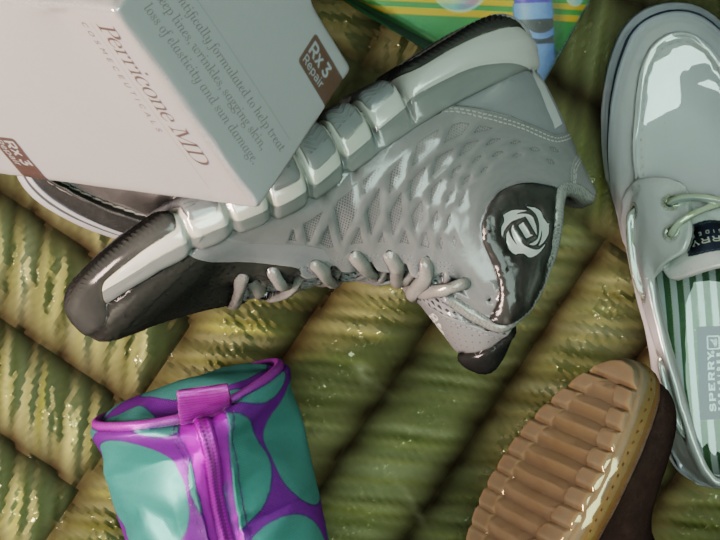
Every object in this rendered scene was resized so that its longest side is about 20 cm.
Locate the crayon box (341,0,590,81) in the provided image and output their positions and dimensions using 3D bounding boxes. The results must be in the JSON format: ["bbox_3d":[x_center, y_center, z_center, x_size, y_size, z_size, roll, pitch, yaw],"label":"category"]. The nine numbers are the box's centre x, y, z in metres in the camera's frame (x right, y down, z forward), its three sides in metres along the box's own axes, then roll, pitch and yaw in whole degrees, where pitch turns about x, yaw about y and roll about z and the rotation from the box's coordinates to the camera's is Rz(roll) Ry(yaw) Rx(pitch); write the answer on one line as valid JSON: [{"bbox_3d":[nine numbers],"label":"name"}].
[{"bbox_3d":[0.011,-0.170,0.942,0.200,0.052,0.126,29,90,-5],"label":"crayon box"}]

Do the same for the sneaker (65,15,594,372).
[{"bbox_3d":[0.000,0.000,0.873,0.200,0.075,0.116,-31,95,-6],"label":"sneaker"}]

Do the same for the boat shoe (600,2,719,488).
[{"bbox_3d":[0.143,-0.010,0.951,0.074,0.067,0.200,-12,94,0],"label":"boat shoe"}]

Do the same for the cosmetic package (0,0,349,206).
[{"bbox_3d":[-0.114,-0.087,0.838,0.074,0.200,0.102,-57,134,-25],"label":"cosmetic package"}]

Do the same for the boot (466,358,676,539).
[{"bbox_3d":[0.119,0.143,0.946,0.166,0.072,0.200,19,101,-26],"label":"boot"}]

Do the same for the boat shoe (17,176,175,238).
[{"bbox_3d":[-0.039,-0.036,0.941,0.200,0.057,0.069,10,92,-6],"label":"boat shoe"}]

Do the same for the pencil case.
[{"bbox_3d":[-0.044,0.139,0.932,0.085,0.092,0.200,-15,93,-4],"label":"pencil case"}]
